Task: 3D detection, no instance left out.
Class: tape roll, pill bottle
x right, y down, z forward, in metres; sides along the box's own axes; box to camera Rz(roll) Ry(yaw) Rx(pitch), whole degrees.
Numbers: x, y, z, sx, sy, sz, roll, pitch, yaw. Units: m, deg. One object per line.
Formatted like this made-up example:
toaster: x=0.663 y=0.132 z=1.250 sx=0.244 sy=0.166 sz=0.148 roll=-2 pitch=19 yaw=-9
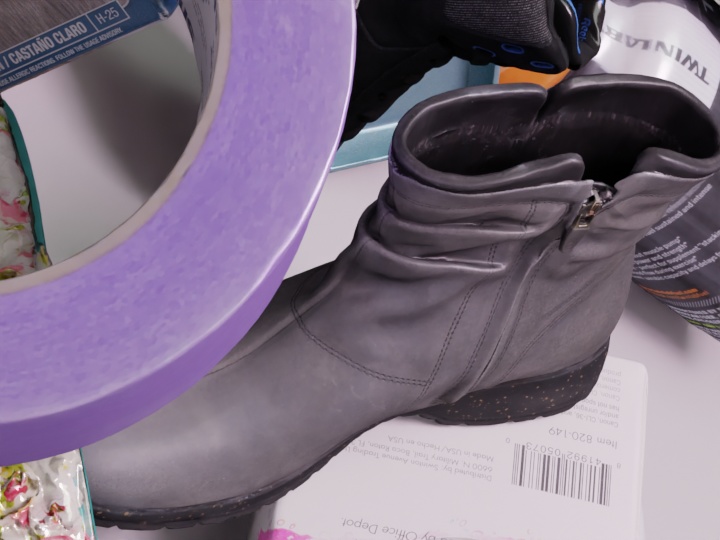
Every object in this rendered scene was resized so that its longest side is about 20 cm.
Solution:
tape roll: x=-0.103 y=-0.053 z=0.730 sx=0.085 sy=0.200 sz=0.200 roll=119 pitch=-46 yaw=-79
pill bottle: x=0.111 y=-0.055 z=1.086 sx=0.200 sy=0.106 sz=0.106 roll=33 pitch=48 yaw=-38

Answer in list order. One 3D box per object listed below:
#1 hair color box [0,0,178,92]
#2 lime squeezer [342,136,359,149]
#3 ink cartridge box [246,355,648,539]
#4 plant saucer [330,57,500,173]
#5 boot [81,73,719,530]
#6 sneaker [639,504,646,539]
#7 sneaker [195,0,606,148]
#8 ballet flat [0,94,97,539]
hair color box: x=-0.075 y=-0.136 z=0.897 sx=0.061 sy=0.100 sz=0.200 roll=55 pitch=37 yaw=-20
lime squeezer: x=-0.021 y=-0.148 z=1.026 sx=0.071 sy=0.038 sz=0.200 roll=24 pitch=53 yaw=-44
ink cartridge box: x=0.020 y=0.115 z=0.869 sx=0.116 sy=0.068 sz=0.200 roll=13 pitch=54 yaw=-7
plant saucer: x=0.020 y=-0.121 z=0.945 sx=0.070 sy=0.200 sz=0.019 roll=-12 pitch=42 yaw=-20
boot: x=0.000 y=0.000 z=0.819 sx=0.200 sy=0.132 sz=0.070 roll=-18 pitch=62 yaw=-24
sneaker: x=0.072 y=0.123 z=0.983 sx=0.099 sy=0.078 sz=0.200 roll=61 pitch=21 yaw=-53
sneaker: x=0.016 y=-0.069 z=0.882 sx=0.112 sy=0.200 sz=0.073 roll=24 pitch=49 yaw=10
ballet flat: x=-0.113 y=0.038 z=0.783 sx=0.064 sy=0.076 sz=0.200 roll=-2 pitch=68 yaw=-32
